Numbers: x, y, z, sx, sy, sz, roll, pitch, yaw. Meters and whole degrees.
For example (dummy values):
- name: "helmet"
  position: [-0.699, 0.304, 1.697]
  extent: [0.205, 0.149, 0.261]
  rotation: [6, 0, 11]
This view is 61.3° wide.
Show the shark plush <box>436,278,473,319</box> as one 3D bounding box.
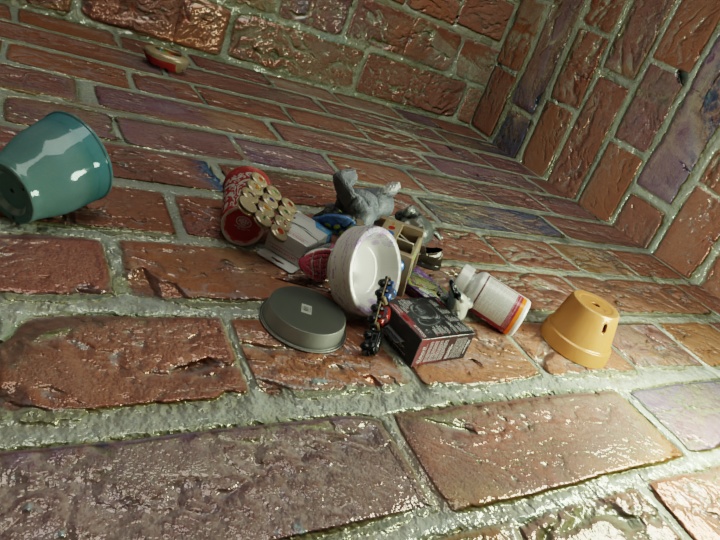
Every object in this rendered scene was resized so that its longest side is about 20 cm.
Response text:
- name: "shark plush"
  position: [0.213, 0.081, 1.466]
  extent: [0.082, 0.092, 0.200]
  rotation: [29, -8, 19]

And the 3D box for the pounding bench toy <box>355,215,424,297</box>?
- name: "pounding bench toy"
  position: [0.044, -0.046, 1.564]
  extent: [0.196, 0.126, 0.157]
  rotation: [19, 37, 10]

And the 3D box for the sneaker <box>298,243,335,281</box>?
- name: "sneaker"
  position: [-0.095, -0.024, 1.506]
  extent: [0.073, 0.083, 0.199]
  rotation: [17, 13, 26]

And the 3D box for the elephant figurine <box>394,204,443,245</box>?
- name: "elephant figurine"
  position: [0.130, -0.090, 1.781]
  extent: [0.144, 0.152, 0.201]
  rotation: [61, 32, -18]

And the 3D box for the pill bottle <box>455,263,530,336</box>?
- name: "pill bottle"
  position: [0.339, 0.075, 1.604]
  extent: [0.198, 0.111, 0.109]
  rotation: [33, 26, 10]

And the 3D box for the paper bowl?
- name: "paper bowl"
  position: [0.000, 0.000, 1.397]
  extent: [0.102, 0.207, 0.198]
  rotation: [4, 10, 38]

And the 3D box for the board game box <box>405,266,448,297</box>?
- name: "board game box"
  position: [0.143, 0.026, 1.652]
  extent: [0.118, 0.033, 0.199]
  rotation: [-11, 41, -45]

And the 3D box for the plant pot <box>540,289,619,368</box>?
- name: "plant pot"
  position: [0.614, 0.149, 1.671]
  extent: [0.195, 0.143, 0.201]
  rotation: [18, 24, -8]

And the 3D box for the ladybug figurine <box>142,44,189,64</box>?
- name: "ladybug figurine"
  position: [-0.829, -0.897, 2.584]
  extent: [0.195, 0.073, 0.137]
  rotation: [19, 25, -9]

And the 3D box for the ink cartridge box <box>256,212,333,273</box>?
- name: "ink cartridge box"
  position: [-0.163, -0.073, 1.544]
  extent: [0.114, 0.068, 0.200]
  rotation: [29, 26, 11]

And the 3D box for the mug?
- name: "mug"
  position: [-0.273, -0.165, 1.541]
  extent: [0.173, 0.136, 0.202]
  rotation: [-10, 33, 0]

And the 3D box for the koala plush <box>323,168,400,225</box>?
- name: "koala plush"
  position: [0.023, -0.187, 1.786]
  extent: [0.197, 0.180, 0.185]
  rotation: [-14, 50, -37]

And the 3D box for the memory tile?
- name: "memory tile"
  position: [-0.225, -0.159, 1.485]
  extent: [0.153, 0.017, 0.202]
  rotation: [40, 26, -19]

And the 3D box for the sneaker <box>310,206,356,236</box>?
- name: "sneaker"
  position: [-0.072, -0.141, 1.648]
  extent: [0.083, 0.072, 0.198]
  rotation: [-43, 24, -22]

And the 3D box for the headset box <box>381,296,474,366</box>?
- name: "headset box"
  position: [0.138, 0.134, 1.379]
  extent: [0.197, 0.079, 0.149]
  rotation: [-2, 34, -40]

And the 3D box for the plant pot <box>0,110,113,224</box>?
- name: "plant pot"
  position: [-0.653, -0.197, 1.256]
  extent: [0.197, 0.203, 0.189]
  rotation: [26, 41, 9]

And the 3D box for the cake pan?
- name: "cake pan"
  position: [-0.116, 0.097, 1.288]
  extent: [0.196, 0.037, 0.202]
  rotation: [18, 26, -9]

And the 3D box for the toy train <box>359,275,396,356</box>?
- name: "toy train"
  position: [0.043, 0.096, 1.315]
  extent: [0.045, 0.034, 0.203]
  rotation: [4, 54, 19]

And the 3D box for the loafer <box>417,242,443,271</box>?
- name: "loafer"
  position: [0.148, -0.058, 1.705]
  extent: [0.196, 0.073, 0.073]
  rotation: [11, 27, -27]
